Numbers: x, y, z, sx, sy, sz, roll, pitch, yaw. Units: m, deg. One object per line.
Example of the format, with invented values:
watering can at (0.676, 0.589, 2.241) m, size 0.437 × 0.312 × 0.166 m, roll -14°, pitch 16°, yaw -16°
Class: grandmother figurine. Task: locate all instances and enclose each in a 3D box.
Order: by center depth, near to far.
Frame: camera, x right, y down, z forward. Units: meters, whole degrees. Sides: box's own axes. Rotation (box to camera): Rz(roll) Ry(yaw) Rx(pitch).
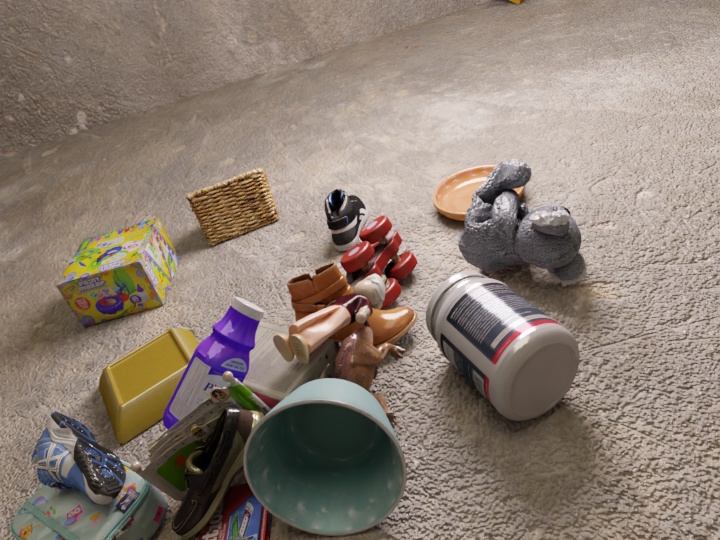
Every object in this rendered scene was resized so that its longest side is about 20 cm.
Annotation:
grandmother figurine at (-0.030, 0.064, 0.890) m, size 0.120 × 0.062 × 0.199 m, roll 5°, pitch 30°, yaw 43°

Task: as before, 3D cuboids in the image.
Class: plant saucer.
plant saucer at (-0.376, 0.187, 1.087) m, size 0.198 × 0.049 × 0.199 m, roll -31°, pitch 35°, yaw -19°
plant saucer at (0.253, -0.162, 1.283) m, size 0.197 × 0.038 × 0.202 m, roll -14°, pitch 34°, yaw 9°

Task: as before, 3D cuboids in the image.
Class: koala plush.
koala plush at (0.287, -0.060, 1.015) m, size 0.184 × 0.178 × 0.199 m, roll -44°, pitch 40°, yaw -15°

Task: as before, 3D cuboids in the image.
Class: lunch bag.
lunch bag at (-0.378, 0.344, 0.834) m, size 0.197 × 0.078 × 0.161 m, roll 7°, pitch 40°, yaw 35°

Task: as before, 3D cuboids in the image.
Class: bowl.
bowl at (-0.037, 0.218, 0.755) m, size 0.197 × 0.204 × 0.105 m, roll -11°, pitch 21°, yaw 12°

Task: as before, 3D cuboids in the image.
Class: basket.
basket at (-0.319, -0.183, 1.497) m, size 0.197 × 0.151 × 0.143 m, roll -22°, pitch 33°, yaw -3°

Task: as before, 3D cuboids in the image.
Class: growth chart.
growth chart at (-0.206, 0.234, 0.815) m, size 0.200 × 0.145 × 0.018 m, roll -42°, pitch 41°, yaw 1°

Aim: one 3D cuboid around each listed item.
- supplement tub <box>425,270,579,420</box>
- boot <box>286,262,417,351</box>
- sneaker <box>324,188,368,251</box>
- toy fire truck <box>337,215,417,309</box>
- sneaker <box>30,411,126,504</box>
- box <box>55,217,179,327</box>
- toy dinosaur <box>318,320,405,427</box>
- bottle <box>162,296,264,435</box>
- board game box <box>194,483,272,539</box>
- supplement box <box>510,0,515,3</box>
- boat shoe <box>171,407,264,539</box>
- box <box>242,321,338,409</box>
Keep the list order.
supplement tub at (0.193, 0.098, 0.844) m, size 0.139 × 0.142 × 0.200 m, roll -27°, pitch 34°, yaw -13°
boot at (-0.015, 0.057, 0.985) m, size 0.197 × 0.157 × 0.074 m, roll -21°, pitch 16°, yaw -3°
sneaker at (-0.032, -0.144, 1.330) m, size 0.072 × 0.113 × 0.201 m, roll -9°, pitch 34°, yaw 12°
toy fire truck at (0.000, 0.000, 1.134) m, size 0.167 × 0.113 × 0.201 m, roll -22°, pitch 23°, yaw 43°
sneaker at (-0.390, 0.272, 0.825) m, size 0.198 × 0.076 × 0.078 m, roll 19°, pitch 71°, yaw 44°
box at (-0.546, 0.001, 1.371) m, size 0.196 × 0.123 × 0.194 m, roll -15°, pitch 33°, yaw 5°
toy dinosaur at (-0.013, 0.145, 0.862) m, size 0.085 × 0.134 × 0.203 m, roll -18°, pitch 52°, yaw 47°
bottle at (-0.199, 0.138, 0.841) m, size 0.065 × 0.083 × 0.202 m, roll 25°, pitch 88°, yaw 38°
board game box at (-0.166, 0.362, 0.758) m, size 0.101 × 0.020 × 0.201 m, roll -16°, pitch 34°, yaw 8°
supplement box at (0.617, -1.234, 2.430) m, size 0.196 × 0.202 × 0.133 m, roll 34°, pitch 55°, yaw 21°
boat shoe at (-0.199, 0.259, 0.784) m, size 0.202 × 0.064 × 0.073 m, roll -57°, pitch 24°, yaw 7°
box at (-0.135, 0.170, 0.935) m, size 0.197 × 0.110 × 0.128 m, roll 9°, pitch 42°, yaw 36°
